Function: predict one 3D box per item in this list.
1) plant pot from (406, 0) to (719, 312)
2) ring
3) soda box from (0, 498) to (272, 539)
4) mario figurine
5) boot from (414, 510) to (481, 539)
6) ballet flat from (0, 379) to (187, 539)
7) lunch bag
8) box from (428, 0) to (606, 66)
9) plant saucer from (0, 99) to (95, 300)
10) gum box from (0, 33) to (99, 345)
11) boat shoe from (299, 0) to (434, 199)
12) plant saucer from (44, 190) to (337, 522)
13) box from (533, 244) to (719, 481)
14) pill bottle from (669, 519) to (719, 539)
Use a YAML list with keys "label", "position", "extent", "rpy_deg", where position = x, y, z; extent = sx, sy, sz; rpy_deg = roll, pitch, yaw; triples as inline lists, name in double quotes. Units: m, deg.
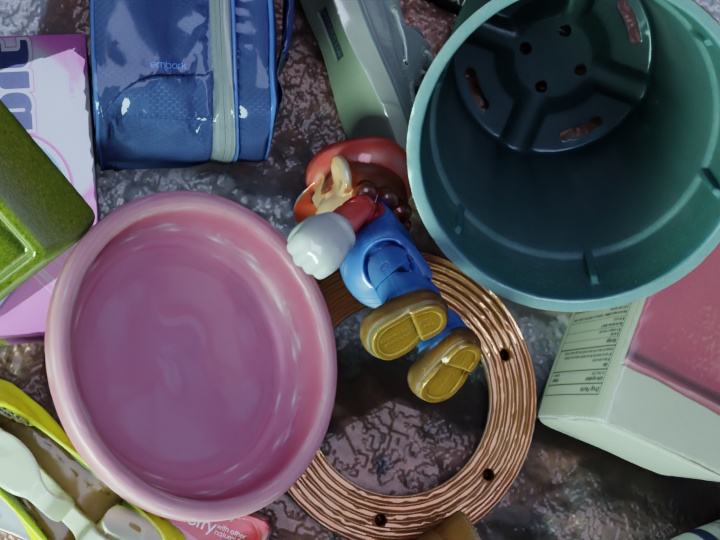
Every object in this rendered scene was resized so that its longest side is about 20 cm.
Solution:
- label: "plant pot"
  position: [0.130, -0.108, 0.792]
  extent: [0.197, 0.197, 0.203]
  rpy_deg: [2, 115, 3]
- label: "ring"
  position: [0.025, 0.088, 0.863]
  extent: [0.197, 0.019, 0.204]
  rpy_deg: [1, 82, -11]
- label: "soda box"
  position: [-0.159, 0.154, 0.799]
  extent: [0.198, 0.063, 0.071]
  rpy_deg: [23, 80, -6]
- label: "mario figurine"
  position: [0.000, 0.000, 0.785]
  extent: [0.104, 0.201, 0.125]
  rpy_deg: [-9, 129, -12]
- label: "boot"
  position: [0.013, 0.204, 0.794]
  extent: [0.154, 0.073, 0.202]
  rpy_deg: [-38, 129, -19]
- label: "ballet flat"
  position: [-0.168, 0.142, 0.732]
  extent: [0.200, 0.067, 0.067]
  rpy_deg: [45, 81, -3]
- label: "lunch bag"
  position: [-0.108, -0.168, 0.808]
  extent: [0.130, 0.136, 0.204]
  rpy_deg: [-2, 83, -11]
- label: "box"
  position: [0.127, -0.273, 0.906]
  extent: [0.156, 0.050, 0.203]
  rpy_deg: [21, 81, -8]
- label: "plant saucer"
  position: [-0.268, -0.022, 0.676]
  extent: [0.199, 0.048, 0.201]
  rpy_deg: [-37, 131, -4]
- label: "gum box"
  position: [-0.226, -0.055, 0.808]
  extent: [0.112, 0.066, 0.204]
  rpy_deg: [-4, 85, -11]
- label: "boat shoe"
  position: [0.016, -0.151, 0.861]
  extent: [0.071, 0.070, 0.204]
  rpy_deg: [-22, 94, -24]
- label: "plant saucer"
  position: [-0.106, 0.054, 0.777]
  extent: [0.198, 0.051, 0.204]
  rpy_deg: [12, 69, -34]
- label: "box"
  position: [0.216, 0.029, 0.849]
  extent: [0.108, 0.128, 0.203]
  rpy_deg: [23, 81, -8]
- label: "pill bottle"
  position: [0.264, 0.224, 0.840]
  extent: [0.197, 0.120, 0.121]
  rpy_deg: [-18, 87, -11]
